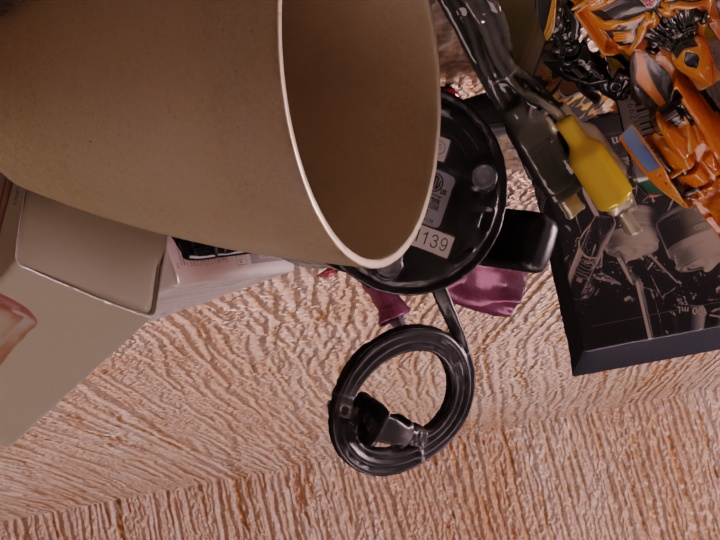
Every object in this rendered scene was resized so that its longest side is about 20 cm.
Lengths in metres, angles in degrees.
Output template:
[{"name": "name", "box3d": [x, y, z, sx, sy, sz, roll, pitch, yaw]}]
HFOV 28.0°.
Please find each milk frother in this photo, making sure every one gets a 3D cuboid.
[{"name": "milk frother", "box3d": [0.000, 0.000, 0.885, 0.180, 0.201, 0.188, 38, 173, -16]}]

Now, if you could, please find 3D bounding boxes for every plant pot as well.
[{"name": "plant pot", "box3d": [-0.085, -0.093, 0.716, 0.199, 0.189, 0.187, -1, 171, 24]}]

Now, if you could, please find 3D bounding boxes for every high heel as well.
[{"name": "high heel", "box3d": [0.129, -0.139, 0.894, 0.142, 0.072, 0.200, -17, 167, -21]}]

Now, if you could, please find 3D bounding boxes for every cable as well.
[{"name": "cable", "box3d": [0.091, -0.104, 0.788, 0.050, 0.097, 0.200, -32, 121, 0]}]

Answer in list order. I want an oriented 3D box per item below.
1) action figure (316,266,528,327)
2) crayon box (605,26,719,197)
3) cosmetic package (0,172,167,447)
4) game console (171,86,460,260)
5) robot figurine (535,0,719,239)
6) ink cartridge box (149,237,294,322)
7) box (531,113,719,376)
[{"name": "action figure", "box3d": [0.055, -0.018, 1.286, 0.198, 0.135, 0.149, 5, -154, -10]}, {"name": "crayon box", "box3d": [0.248, -0.132, 0.855, 0.199, 0.128, 0.051, -15, 166, 18]}, {"name": "cosmetic package", "box3d": [-0.198, 0.014, 0.853, 0.087, 0.104, 0.200, 23, 140, -27]}, {"name": "game console", "box3d": [-0.042, -0.081, 1.062, 0.199, 0.120, 0.172, -7, -164, -14]}, {"name": "robot figurine", "box3d": [0.186, -0.112, 0.773, 0.145, 0.058, 0.200, -32, 115, 24]}, {"name": "ink cartridge box", "box3d": [-0.180, 0.013, 1.218, 0.199, 0.050, 0.161, -17, 175, 33]}, {"name": "box", "box3d": [0.248, -0.030, 1.138, 0.198, 0.183, 0.104, -11, 166, 0]}]
